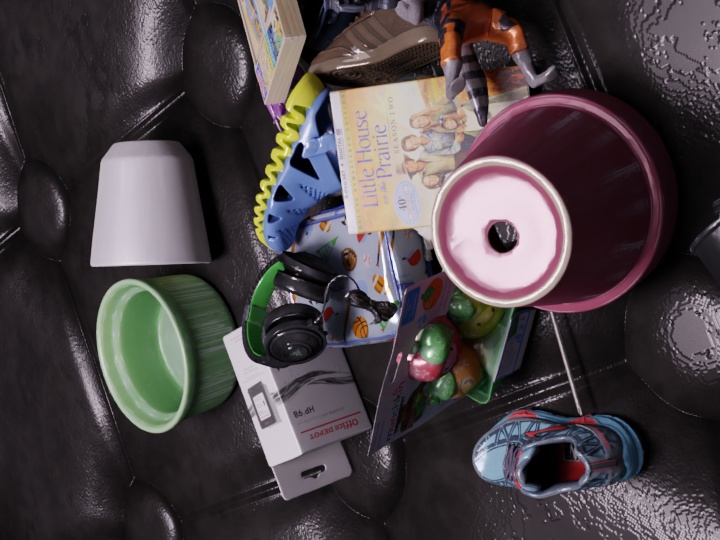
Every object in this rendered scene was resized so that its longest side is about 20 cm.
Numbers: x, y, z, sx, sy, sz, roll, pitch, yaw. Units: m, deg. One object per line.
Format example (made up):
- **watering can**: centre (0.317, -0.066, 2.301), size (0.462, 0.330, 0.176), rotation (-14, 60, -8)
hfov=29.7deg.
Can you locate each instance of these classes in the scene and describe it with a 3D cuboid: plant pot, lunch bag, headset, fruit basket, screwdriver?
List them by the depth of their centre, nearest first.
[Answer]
- **plant pot**: centre (0.157, -0.050, 1.182), size (0.199, 0.179, 0.201), rotation (8, 106, 28)
- **fruit basket**: centre (0.088, 0.074, 1.311), size (0.094, 0.200, 0.186), rotation (25, 119, 24)
- **screwdriver**: centre (0.186, 0.043, 1.324), size (0.029, 0.028, 0.201), rotation (168, 87, -79)
- **headset**: centre (-0.051, 0.041, 1.434), size (0.200, 0.094, 0.124), rotation (-14, 62, 54)
- **lunch bag**: centre (0.000, 0.000, 1.478), size (0.200, 0.075, 0.161), rotation (-11, 90, 49)

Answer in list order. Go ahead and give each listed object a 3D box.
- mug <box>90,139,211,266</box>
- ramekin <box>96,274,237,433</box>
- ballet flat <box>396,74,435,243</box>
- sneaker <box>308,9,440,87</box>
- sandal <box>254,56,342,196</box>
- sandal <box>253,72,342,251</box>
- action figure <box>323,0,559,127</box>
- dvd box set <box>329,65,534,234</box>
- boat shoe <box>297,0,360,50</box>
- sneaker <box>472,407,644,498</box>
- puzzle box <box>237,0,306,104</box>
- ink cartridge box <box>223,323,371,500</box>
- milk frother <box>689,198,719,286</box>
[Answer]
- **mug**: centre (-0.278, -0.083, 1.710), size (0.186, 0.149, 0.154), rotation (-1, 92, 41)
- **ramekin**: centre (-0.245, 0.100, 1.750), size (0.200, 0.097, 0.201), rotation (15, 111, 44)
- **ballet flat**: centre (0.062, -0.097, 1.381), size (0.068, 0.075, 0.201), rotation (-171, 70, -74)
- **sneaker**: centre (0.025, -0.243, 1.404), size (0.200, 0.070, 0.076), rotation (-9, 75, 45)
- **sandal**: centre (-0.071, -0.173, 1.524), size (0.203, 0.050, 0.082), rotation (58, 135, 19)
- **sandal**: centre (-0.054, -0.104, 1.445), size (0.087, 0.080, 0.201), rotation (23, 118, 6)
- **action figure**: centre (0.064, -0.230, 1.262), size (0.105, 0.199, 0.194), rotation (101, 146, -55)
- **dvd box set**: centre (0.075, -0.117, 1.327), size (0.199, 0.029, 0.147), rotation (-5, 97, 18)
- **boat shoe**: centre (-0.037, -0.332, 1.429), size (0.084, 0.069, 0.201), rotation (2, 102, 47)
- **sneaker**: centre (0.172, 0.179, 1.323), size (0.200, 0.095, 0.080), rotation (-15, 89, 48)
- **puzzle box**: centre (-0.105, -0.300, 1.481), size (0.133, 0.025, 0.201), rotation (116, 141, -62)
- **ink cartridge box**: centre (-0.064, 0.148, 1.556), size (0.067, 0.116, 0.201), rotation (-29, 80, 46)
- **milk frother**: centre (0.346, 0.016, 1.016), size (0.181, 0.200, 0.188), rotation (-46, 68, 39)
